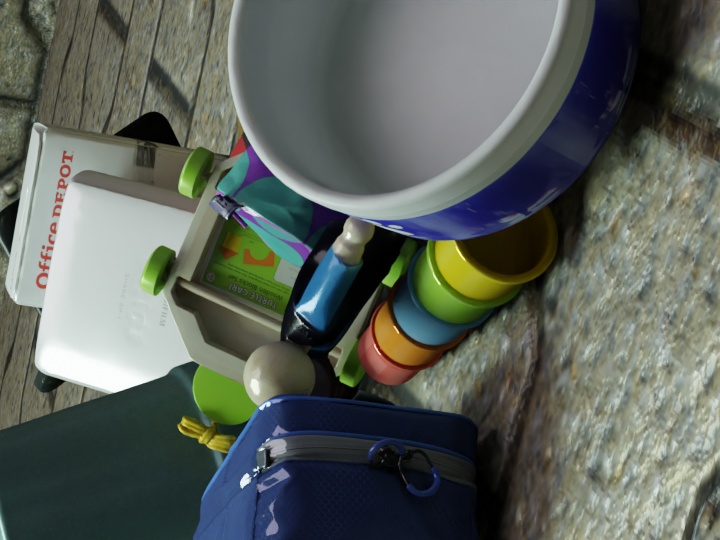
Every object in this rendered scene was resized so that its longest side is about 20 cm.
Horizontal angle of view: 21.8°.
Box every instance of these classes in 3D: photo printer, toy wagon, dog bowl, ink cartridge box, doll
[{"bbox_3d":[-0.142,0.025,1.431,0.069,0.200,0.167,-8,-68,-68],"label":"photo printer"},{"bbox_3d":[-0.061,0.018,1.191,0.040,0.155,0.200,-26,-41,-78],"label":"toy wagon"},{"bbox_3d":[0.035,-0.118,0.933,0.200,0.079,0.201,-10,72,32],"label":"dog bowl"},{"bbox_3d":[-0.182,-0.034,1.543,0.084,0.199,0.147,-153,73,-71],"label":"ink cartridge box"},{"bbox_3d":[-0.002,-0.008,1.043,0.200,0.048,0.136,-54,-2,-14],"label":"doll"}]

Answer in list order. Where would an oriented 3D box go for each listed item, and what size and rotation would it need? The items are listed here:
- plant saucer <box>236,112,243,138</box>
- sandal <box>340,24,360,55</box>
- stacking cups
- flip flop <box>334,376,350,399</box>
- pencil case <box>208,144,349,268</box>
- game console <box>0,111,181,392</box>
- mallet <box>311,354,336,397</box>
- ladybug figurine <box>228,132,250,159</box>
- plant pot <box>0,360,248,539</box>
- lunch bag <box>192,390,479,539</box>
[{"bbox_3d":[-0.048,-0.196,1.456,0.200,0.048,0.200,-98,23,-43],"label":"plant saucer"},{"bbox_3d":[0.020,-0.120,1.026,0.200,0.055,0.082,8,68,38],"label":"sandal"},{"bbox_3d":[0.050,0.015,1.046,0.200,0.060,0.061,123,151,-63],"label":"stacking cups"},{"bbox_3d":[-0.036,0.087,1.276,0.081,0.057,0.201,-128,34,-61],"label":"flip flop"},{"bbox_3d":[-0.008,-0.102,1.123,0.092,0.085,0.200,31,87,29],"label":"pencil case"},{"bbox_3d":[-0.231,-0.015,1.665,0.200,0.116,0.176,-38,-9,-32],"label":"game console"},{"bbox_3d":[0.000,0.000,1.124,0.200,0.041,0.066,-63,1,9],"label":"mallet"},{"bbox_3d":[-0.047,-0.070,1.293,0.136,0.072,0.200,-56,13,-2],"label":"ladybug figurine"},{"bbox_3d":[-0.154,0.163,1.267,0.200,0.196,0.201,168,90,-71],"label":"plant pot"},{"bbox_3d":[-0.014,0.145,1.029,0.200,0.136,0.133,125,148,-53],"label":"lunch bag"}]
